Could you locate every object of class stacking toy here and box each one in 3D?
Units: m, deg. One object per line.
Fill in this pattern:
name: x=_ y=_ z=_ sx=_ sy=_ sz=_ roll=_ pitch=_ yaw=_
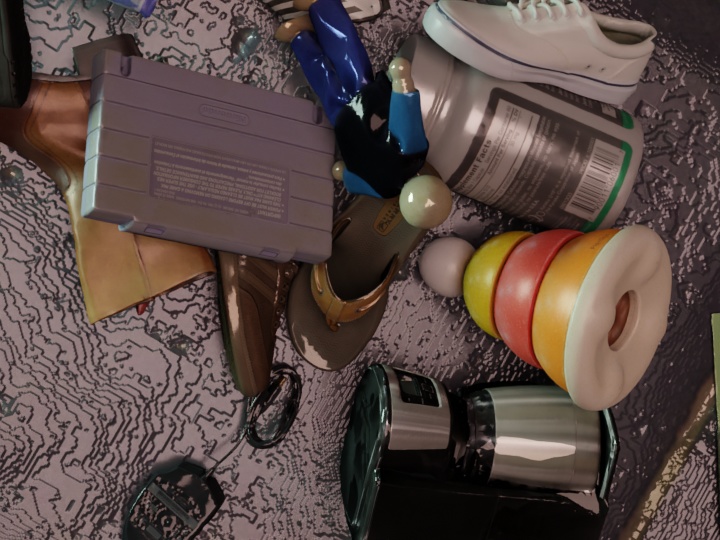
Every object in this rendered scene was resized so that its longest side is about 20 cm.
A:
stacking toy: x=0.133 y=0.014 z=1.225 sx=0.146 sy=0.199 sz=0.147 roll=-29 pitch=129 yaw=-44

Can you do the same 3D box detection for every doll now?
doll: x=0.007 y=-0.118 z=1.149 sx=0.048 sy=0.137 sz=0.201 roll=-18 pitch=71 yaw=-34

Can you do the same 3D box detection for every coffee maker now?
coffee maker: x=0.088 y=0.175 z=1.237 sx=0.198 sy=0.135 sz=0.194 roll=5 pitch=94 yaw=-11

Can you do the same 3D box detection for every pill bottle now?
pill bottle: x=0.114 y=-0.106 z=1.230 sx=0.199 sy=0.113 sz=0.114 roll=22 pitch=90 yaw=-12

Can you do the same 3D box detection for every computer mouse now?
computer mouse: x=-0.117 y=0.158 z=1.251 sx=0.059 sy=0.034 sz=0.200 roll=43 pitch=80 yaw=5

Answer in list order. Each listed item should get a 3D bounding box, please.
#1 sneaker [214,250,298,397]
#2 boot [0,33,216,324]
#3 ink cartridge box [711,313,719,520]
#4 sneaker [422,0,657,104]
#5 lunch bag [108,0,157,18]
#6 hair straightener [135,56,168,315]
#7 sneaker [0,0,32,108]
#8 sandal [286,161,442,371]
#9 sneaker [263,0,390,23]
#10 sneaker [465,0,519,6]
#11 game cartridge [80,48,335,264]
sneaker: x=-0.076 y=-0.002 z=1.222 sx=0.075 sy=0.070 sz=0.202 roll=-7 pitch=96 yaw=-10
boot: x=-0.226 y=-0.057 z=1.177 sx=0.187 sy=0.068 sz=0.202 roll=-17 pitch=90 yaw=-11
ink cartridge box: x=0.380 y=0.133 z=1.337 sx=0.144 sy=0.048 sz=0.202 roll=-5 pitch=98 yaw=-10
sneaker: x=0.140 y=-0.186 z=1.188 sx=0.199 sy=0.073 sz=0.071 roll=8 pitch=126 yaw=-32
lunch bag: x=-0.189 y=-0.314 z=1.148 sx=0.169 sy=0.127 sz=0.201 roll=24 pitch=99 yaw=-12
hair straightener: x=-0.185 y=-0.070 z=1.210 sx=0.076 sy=0.041 sz=0.202 roll=12 pitch=92 yaw=-12
sneaker: x=-0.289 y=-0.182 z=1.093 sx=0.103 sy=0.060 sz=0.202 roll=5 pitch=113 yaw=7
sandal: x=0.000 y=0.000 z=1.214 sx=0.081 sy=0.055 sz=0.200 roll=35 pitch=118 yaw=-3
sneaker: x=0.004 y=-0.270 z=1.226 sx=0.200 sy=0.076 sz=0.115 roll=-41 pitch=109 yaw=2
sneaker: x=0.180 y=-0.263 z=1.230 sx=0.200 sy=0.115 sz=0.075 roll=-38 pitch=99 yaw=-6
game cartridge: x=-0.110 y=-0.080 z=1.161 sx=0.199 sy=0.038 sz=0.131 roll=12 pitch=76 yaw=-30
